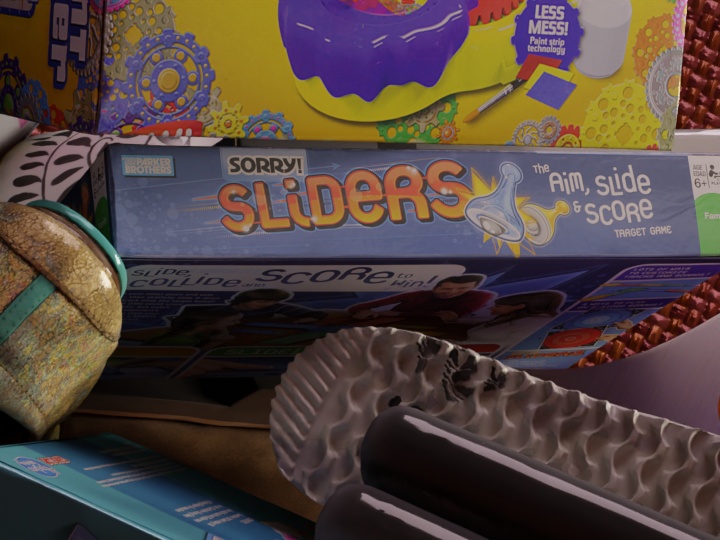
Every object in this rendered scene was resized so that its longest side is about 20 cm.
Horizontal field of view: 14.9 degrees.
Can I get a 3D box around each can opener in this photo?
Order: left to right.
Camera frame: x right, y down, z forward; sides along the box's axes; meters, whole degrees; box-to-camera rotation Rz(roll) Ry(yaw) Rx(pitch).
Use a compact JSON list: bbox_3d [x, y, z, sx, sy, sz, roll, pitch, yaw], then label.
[{"bbox_3d":[0.084,0.103,0.717,0.199,0.053,0.067,23,-30,14],"label":"can opener"}]

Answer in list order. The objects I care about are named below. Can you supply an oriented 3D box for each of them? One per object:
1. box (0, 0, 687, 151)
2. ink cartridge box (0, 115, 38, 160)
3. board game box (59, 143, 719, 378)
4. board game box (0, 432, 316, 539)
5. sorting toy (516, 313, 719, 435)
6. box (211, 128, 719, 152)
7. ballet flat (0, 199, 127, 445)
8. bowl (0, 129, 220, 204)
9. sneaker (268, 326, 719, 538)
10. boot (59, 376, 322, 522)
[{"bbox_3d":[-0.032,-0.109,0.862,0.199,0.123,0.192,0,8,-31],"label":"box"},{"bbox_3d":[-0.150,-0.069,1.045,0.043,0.196,0.200,43,34,-2],"label":"ink cartridge box"},{"bbox_3d":[0.000,0.000,0.849,0.199,0.035,0.135,0,-17,-23],"label":"board game box"},{"bbox_3d":[-0.007,0.106,0.752,0.199,0.047,0.151,23,2,9],"label":"board game box"},{"bbox_3d":[0.103,0.104,0.907,0.179,0.201,0.107,10,39,33],"label":"sorting toy"},{"bbox_3d":[0.034,-0.020,0.977,0.199,0.041,0.156,-2,-6,-17],"label":"box"},{"bbox_3d":[-0.121,0.039,0.810,0.070,0.071,0.200,22,-25,-10],"label":"ballet flat"},{"bbox_3d":[-0.043,-0.001,1.102,0.201,0.094,0.201,40,25,-23],"label":"bowl"},{"bbox_3d":[0.074,0.076,0.809,0.200,0.070,0.100,27,-7,13],"label":"sneaker"},{"bbox_3d":[-0.091,0.058,0.956,0.199,0.076,0.074,7,23,-15],"label":"boot"}]
